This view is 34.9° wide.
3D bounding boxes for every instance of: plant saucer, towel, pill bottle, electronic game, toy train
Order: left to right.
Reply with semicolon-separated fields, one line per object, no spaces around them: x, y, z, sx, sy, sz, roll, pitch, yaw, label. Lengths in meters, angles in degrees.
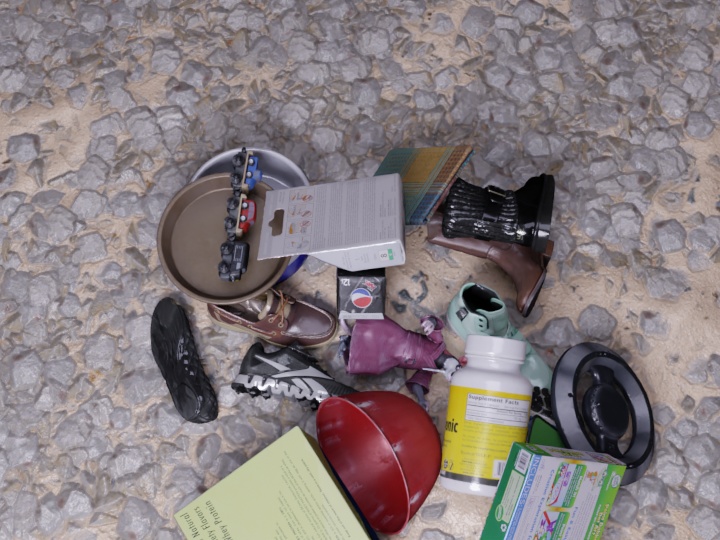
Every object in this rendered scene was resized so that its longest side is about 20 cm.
-0.192;-0.044;1.640;0.196;0.030;0.204;0;70;-1;plant saucer
-0.168;-0.080;1.621;0.045;0.034;0.203;6;70;-1;toy train
0.070;-0.123;1.685;0.022;0.199;0.148;43;70;-28;towel
0.168;0.190;1.504;0.109;0.111;0.204;7;85;3;pill bottle
0.336;0.197;1.582;0.198;0.041;0.203;17;60;-32;electronic game

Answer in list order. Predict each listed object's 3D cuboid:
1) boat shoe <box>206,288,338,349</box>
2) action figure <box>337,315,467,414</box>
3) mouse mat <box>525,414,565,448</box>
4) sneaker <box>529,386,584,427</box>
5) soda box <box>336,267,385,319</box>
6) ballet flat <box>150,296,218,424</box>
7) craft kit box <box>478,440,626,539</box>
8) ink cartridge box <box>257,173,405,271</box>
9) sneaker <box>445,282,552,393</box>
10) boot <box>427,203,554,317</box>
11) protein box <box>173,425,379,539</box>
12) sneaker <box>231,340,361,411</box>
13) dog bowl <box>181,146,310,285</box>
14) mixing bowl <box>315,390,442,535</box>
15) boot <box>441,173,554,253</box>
-0.130;0.062;1.661;0.197;0.072;0.073;14;70;5;boat shoe
0.062;0.119;1.645;0.197;0.149;0.136;17;98;-13;action figure
0.260;0.300;1.527;0.007;0.199;0.163;0;64;40;mouse mat
0.218;0.212;1.606;0.197;0.091;0.079;14;26;7;sneaker
0.000;0.000;1.624;0.069;0.201;0.064;0;112;0;soda box
-0.258;0.131;1.657;0.066;0.057;0.202;-29;65;19;ballet flat
0.235;0.323;1.448;0.048;0.195;0.203;25;98;50;craft kit box
-0.037;-0.061;1.588;0.196;0.051;0.162;-9;38;8;ink cartridge box
0.202;0.102;1.622;0.200;0.118;0.074;43;73;12;sneaker
0.174;-0.022;1.669;0.197;0.065;0.187;22;33;4;boot
-0.100;0.350;1.506;0.199;0.135;0.200;-35;73;-2;protein box
-0.081;0.148;1.633;0.196;0.067;0.092;11;72;6;sneaker
-0.164;-0.076;1.709;0.196;0.079;0.204;0;69;0;dog bowl
0.040;0.241;1.548;0.107;0.201;0.201;-24;70;-31;mixing bowl
0.202;-0.097;1.670;0.155;0.211;0.081;9;111;8;boot
